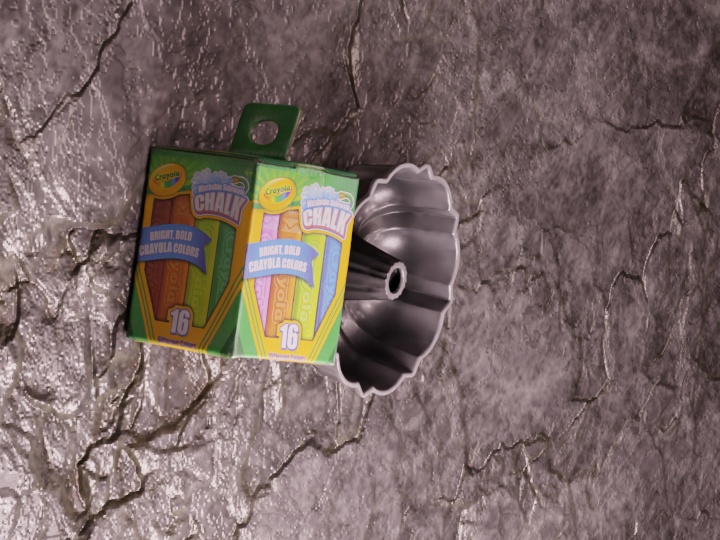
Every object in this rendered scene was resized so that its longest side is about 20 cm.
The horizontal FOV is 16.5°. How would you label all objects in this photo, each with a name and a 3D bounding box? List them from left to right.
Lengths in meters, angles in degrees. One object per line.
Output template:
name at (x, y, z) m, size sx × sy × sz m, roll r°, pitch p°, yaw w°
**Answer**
chalk box at (-0.090, -0.033, 1.962) m, size 0.124 × 0.124 × 0.201 m, roll 6°, pitch 90°, yaw -49°
bundt pan at (0.000, 0.000, 2.087) m, size 0.202 × 0.075 × 0.203 m, roll -30°, pitch 127°, yaw -49°
